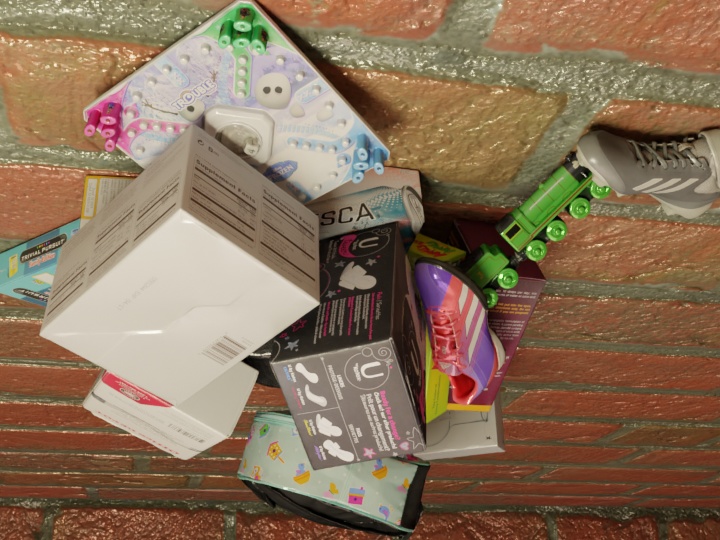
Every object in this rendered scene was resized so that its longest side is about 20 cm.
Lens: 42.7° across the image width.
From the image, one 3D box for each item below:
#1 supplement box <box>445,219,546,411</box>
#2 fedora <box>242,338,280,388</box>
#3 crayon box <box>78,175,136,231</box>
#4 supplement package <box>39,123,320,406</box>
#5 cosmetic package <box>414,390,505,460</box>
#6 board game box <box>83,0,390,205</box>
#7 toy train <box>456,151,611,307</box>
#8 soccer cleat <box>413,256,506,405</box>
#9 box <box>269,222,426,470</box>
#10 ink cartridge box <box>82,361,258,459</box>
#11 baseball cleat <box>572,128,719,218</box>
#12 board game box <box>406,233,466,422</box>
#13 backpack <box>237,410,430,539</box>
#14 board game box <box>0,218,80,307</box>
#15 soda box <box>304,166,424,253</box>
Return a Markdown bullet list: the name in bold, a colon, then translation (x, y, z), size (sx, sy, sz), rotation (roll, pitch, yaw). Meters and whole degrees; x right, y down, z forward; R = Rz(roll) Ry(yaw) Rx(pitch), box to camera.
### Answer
- **supplement box**: translation (0.133, 0.056, 1.094), size (0.084, 0.111, 0.202), rotation (5, 125, -18)
- **fedora**: translation (-0.089, 0.073, 1.043), size (0.197, 0.093, 0.202), rotation (-4, 148, -2)
- **crayon box**: translation (-0.190, -0.028, 0.961), size (0.196, 0.128, 0.052), rotation (2, 153, -7)
- **supplement package**: translation (-0.156, 0.003, 0.821), size (0.199, 0.112, 0.155), rotation (-35, 128, 29)
- **cosmetic package**: translation (0.128, 0.170, 1.354), size (0.148, 0.203, 0.052), rotation (-10, 157, 19)
- **board game box**: translation (-0.107, -0.112, 0.804), size (0.198, 0.026, 0.200), rotation (-24, 133, 28)
- **toy train**: translation (0.175, -0.043, 0.952), size (0.056, 0.042, 0.200), rotation (41, 102, -16)
- **soccer cleat**: translation (0.097, 0.065, 0.954), size (0.068, 0.074, 0.201), rotation (17, 152, 36)
- **box**: translation (-0.001, 0.068, 0.879), size (0.113, 0.201, 0.134), rotation (-12, 120, 12)
- **ink cartridge box**: translation (-0.217, 0.134, 1.032), size (0.144, 0.084, 0.200), rotation (31, 153, -12)
- **baseball cleat**: translation (0.297, -0.112, 0.897), size (0.198, 0.071, 0.106), rotation (12, 140, -39)
- **board game box**: translation (0.056, 0.061, 1.045), size (0.101, 0.203, 0.047), rotation (24, -150, 36)
- **backpack**: translation (-0.036, 0.214, 1.056), size (0.197, 0.156, 0.175), rotation (14, 170, -20)
- **board game box**: translation (-0.328, -0.001, 1.126), size (0.198, 0.048, 0.150), rotation (-17, 153, 32)
- **soda box**: translation (-0.037, -0.069, 0.946), size (0.197, 0.069, 0.064), rotation (4, 148, -14)
